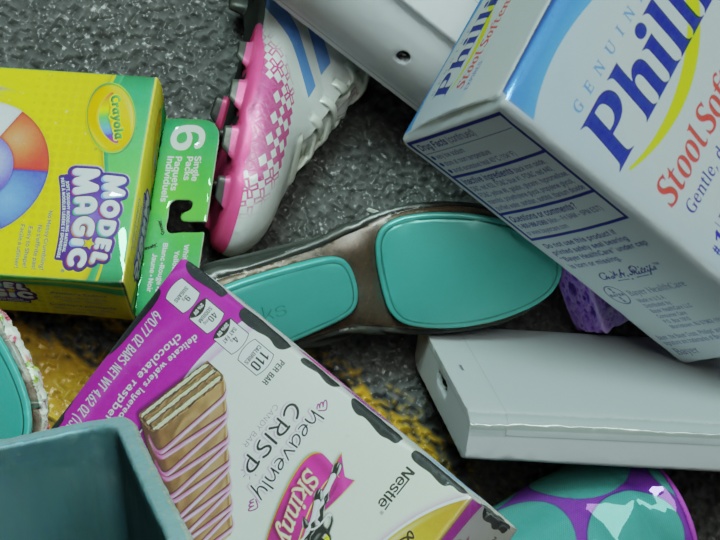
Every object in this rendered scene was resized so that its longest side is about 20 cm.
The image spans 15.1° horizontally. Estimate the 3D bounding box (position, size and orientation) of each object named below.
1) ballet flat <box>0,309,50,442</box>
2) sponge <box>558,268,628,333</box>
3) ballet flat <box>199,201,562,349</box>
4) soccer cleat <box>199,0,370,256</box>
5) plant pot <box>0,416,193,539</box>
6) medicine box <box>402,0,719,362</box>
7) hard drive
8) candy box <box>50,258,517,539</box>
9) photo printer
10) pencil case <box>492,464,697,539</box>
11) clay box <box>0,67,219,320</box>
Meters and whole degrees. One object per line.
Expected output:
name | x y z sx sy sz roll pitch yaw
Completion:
ballet flat | -0.211 0.016 1.247 0.200 0.064 0.076 40 101 12
sponge | 0.176 -0.059 1.414 0.199 0.030 0.112 -29 109 -28
ballet flat | 0.000 0.000 1.357 0.198 0.068 0.069 -8 105 -11
soccer cleat | -0.030 -0.096 1.398 0.086 0.070 0.201 14 65 -13
plant pot | -0.160 0.197 1.113 0.195 0.196 0.202 -12 104 -10
medicine box | 0.154 -0.087 1.319 0.200 0.103 0.183 37 68 -20
hard drive | 0.136 0.064 1.341 0.198 0.132 0.026 3 109 -11
candy box | -0.047 0.107 1.234 0.200 0.061 0.137 37 89 31
photo printer | 0.047 -0.162 1.409 0.200 0.069 0.167 35 50 -27
pencil case | 0.068 0.160 1.294 0.199 0.085 0.093 -27 58 -22
clay box | -0.174 -0.041 1.324 0.198 0.048 0.116 3 64 7
